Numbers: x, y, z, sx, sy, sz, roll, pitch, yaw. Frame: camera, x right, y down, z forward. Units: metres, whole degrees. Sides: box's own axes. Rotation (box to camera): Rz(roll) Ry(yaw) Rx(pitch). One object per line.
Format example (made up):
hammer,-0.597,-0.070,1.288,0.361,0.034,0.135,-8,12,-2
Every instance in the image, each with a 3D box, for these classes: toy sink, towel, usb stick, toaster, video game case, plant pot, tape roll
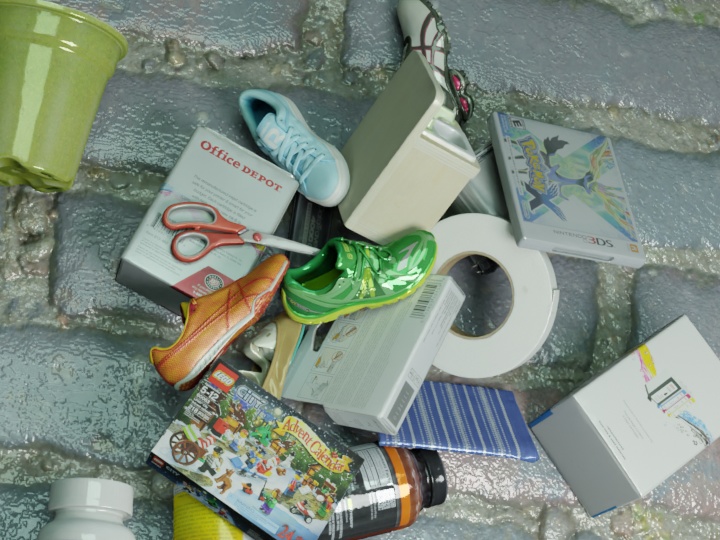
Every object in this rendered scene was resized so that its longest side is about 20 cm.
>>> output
toy sink,0.066,-0.141,1.651,0.111,0.201,0.131,24,25,-27
towel,0.106,0.179,1.624,0.198,0.024,0.145,8,26,-13
usb stick,-0.064,-0.051,1.700,0.055,0.033,0.202,15,66,-19
toaster,0.180,-0.090,1.743,0.199,0.114,0.130,-35,79,-23
video game case,0.255,-0.101,1.684,0.180,0.022,0.202,9,51,-25
plant pot,-0.386,-0.196,1.590,0.198,0.200,0.186,10,79,-12
tape roll,0.142,0.030,1.660,0.201,0.037,0.205,0,90,20

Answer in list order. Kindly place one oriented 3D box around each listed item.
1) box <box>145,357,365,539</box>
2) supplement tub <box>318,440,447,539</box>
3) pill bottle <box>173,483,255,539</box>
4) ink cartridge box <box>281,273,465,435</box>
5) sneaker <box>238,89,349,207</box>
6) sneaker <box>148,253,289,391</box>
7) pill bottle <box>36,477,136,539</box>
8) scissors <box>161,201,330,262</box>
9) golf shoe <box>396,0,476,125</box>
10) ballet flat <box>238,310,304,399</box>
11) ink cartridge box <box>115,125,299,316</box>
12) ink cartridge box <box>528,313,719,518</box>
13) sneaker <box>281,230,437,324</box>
box,-0.112,0.206,1.466,0.199,0.038,0.137,34,57,0
supplement tub,-0.002,0.256,1.563,0.198,0.107,0.108,-9,73,-20
pill bottle,-0.153,0.303,1.499,0.108,0.109,0.202,3,69,-15
ink cartridge box,0.010,0.091,1.618,0.044,0.172,0.201,50,58,-38
sneaker,-0.092,-0.152,1.671,0.082,0.074,0.200,11,30,-49
sneaker,-0.157,0.044,1.530,0.077,0.073,0.200,43,68,4
pill bottle,-0.296,0.330,1.448,0.108,0.110,0.202,6,69,-14
scissors,-0.133,-0.047,1.596,0.198,0.014,0.074,-2,71,-16
golf shoe,0.081,-0.279,1.805,0.087,0.077,0.202,-18,76,-14
ballet flat,-0.114,0.117,1.590,0.063,0.069,0.202,28,54,-21
ink cartridge box,-0.183,-0.049,1.636,0.145,0.083,0.201,29,66,-4
ink cartridge box,0.343,0.179,1.668,0.199,0.147,0.145,-31,81,-24
sneaker,0.000,0.000,1.596,0.198,0.084,0.074,-23,46,-6
